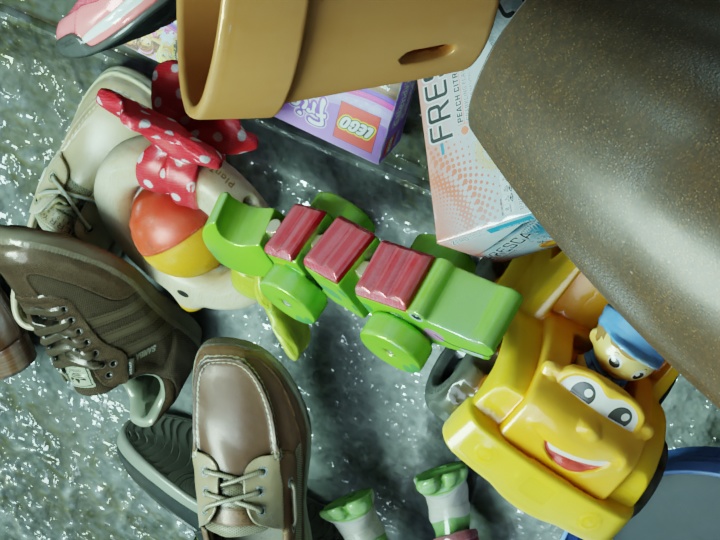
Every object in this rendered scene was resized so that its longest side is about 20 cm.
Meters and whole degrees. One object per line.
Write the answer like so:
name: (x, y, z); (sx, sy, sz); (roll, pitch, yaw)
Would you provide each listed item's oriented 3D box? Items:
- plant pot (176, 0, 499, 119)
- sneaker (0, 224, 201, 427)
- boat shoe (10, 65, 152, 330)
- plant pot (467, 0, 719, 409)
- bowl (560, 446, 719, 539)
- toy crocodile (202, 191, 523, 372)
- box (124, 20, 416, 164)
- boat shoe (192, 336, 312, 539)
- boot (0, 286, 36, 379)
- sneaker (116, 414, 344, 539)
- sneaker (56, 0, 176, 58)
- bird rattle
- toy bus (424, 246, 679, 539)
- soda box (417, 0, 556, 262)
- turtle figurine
plant pot: (-0.010, -0.171, 1.087); (0.139, 0.200, 0.201); (2, 126, -12)
sneaker: (-0.166, 0.037, 1.387); (0.070, 0.076, 0.200); (4, 160, 34)
boat shoe: (-0.175, -0.041, 1.415); (0.072, 0.065, 0.200); (33, 129, 5)
plant pot: (0.156, -0.053, 1.049); (0.200, 0.187, 0.187); (34, 130, 17)
bowl: (0.213, 0.190, 1.291); (0.200, 0.039, 0.201); (14, 125, 20)
toy crocodile: (0.000, 0.000, 1.197); (0.199, 0.068, 0.062); (23, 161, 38)
box: (-0.053, -0.164, 1.292); (0.199, 0.039, 0.137); (25, 128, 12)
boat shoe: (-0.068, 0.136, 1.383); (0.075, 0.072, 0.201); (-3, 120, 14)
boot: (-0.330, -0.012, 1.514); (0.185, 0.064, 0.201); (-10, 118, 18)
sneaker: (-0.092, 0.186, 1.505); (0.200, 0.075, 0.106); (33, 126, 4)
sneaker: (-0.110, -0.198, 1.243); (0.200, 0.074, 0.087); (-38, 86, 31)
bird rattle: (-0.099, -0.031, 1.327); (0.200, 0.113, 0.163); (42, 145, -26)
toy bus: (0.144, 0.019, 1.202); (0.135, 0.200, 0.192); (35, 124, -14)
soda box: (0.072, -0.110, 1.175); (0.068, 0.063, 0.201); (-18, 71, 34)
turtle figurine: (0.043, 0.232, 1.399); (0.144, 0.200, 0.195); (-17, 92, 45)
